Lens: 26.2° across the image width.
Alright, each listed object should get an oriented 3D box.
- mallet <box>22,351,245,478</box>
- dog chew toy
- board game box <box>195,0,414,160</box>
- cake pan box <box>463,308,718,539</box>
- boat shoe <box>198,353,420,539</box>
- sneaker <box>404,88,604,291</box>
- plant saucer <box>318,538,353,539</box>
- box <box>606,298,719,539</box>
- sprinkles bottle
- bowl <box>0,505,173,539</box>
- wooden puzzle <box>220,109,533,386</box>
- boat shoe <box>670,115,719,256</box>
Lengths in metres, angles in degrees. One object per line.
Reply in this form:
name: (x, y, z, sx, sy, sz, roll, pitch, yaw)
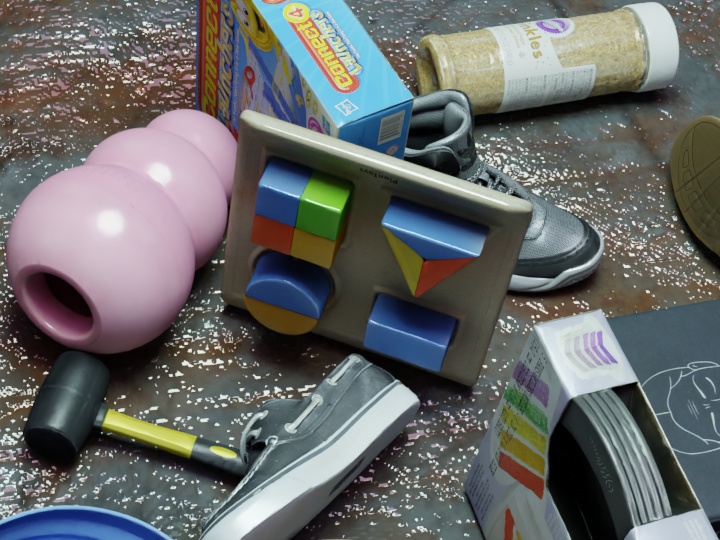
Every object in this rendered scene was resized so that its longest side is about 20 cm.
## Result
mallet: (-0.112, 0.103, 0.989, 0.198, 0.041, 0.066, 13, 51, -5)
dog chew toy: (-0.146, -0.037, 1.034, 0.124, 0.125, 0.200, 26, 47, 11)
board game box: (-0.046, -0.109, 1.047, 0.055, 0.201, 0.196, -22, 59, -21)
cake pan box: (0.132, 0.149, 0.886, 0.052, 0.201, 0.185, -12, 59, -20)
boat shoe: (-0.042, 0.111, 0.939, 0.068, 0.072, 0.200, 40, 45, 13)
sneaker: (0.082, -0.057, 1.081, 0.198, 0.114, 0.076, 17, 54, 4)
plant saucer: (0.013, 0.232, 0.874, 0.198, 0.030, 0.201, 19, 40, -16)
box: (0.227, 0.108, 0.987, 0.198, 0.107, 0.149, -8, 56, -15)
sprinkles bottle: (0.145, -0.161, 1.196, 0.198, 0.069, 0.069, -11, 56, -15)
bowl: (-0.152, 0.226, 0.850, 0.199, 0.039, 0.202, 19, 43, -19)
wooden puzzle: (0.000, 0.000, 0.973, 0.184, 0.201, 0.047, 18, 53, 5)
boat shoe: (0.297, -0.030, 1.131, 0.065, 0.072, 0.201, 14, 37, -46)
